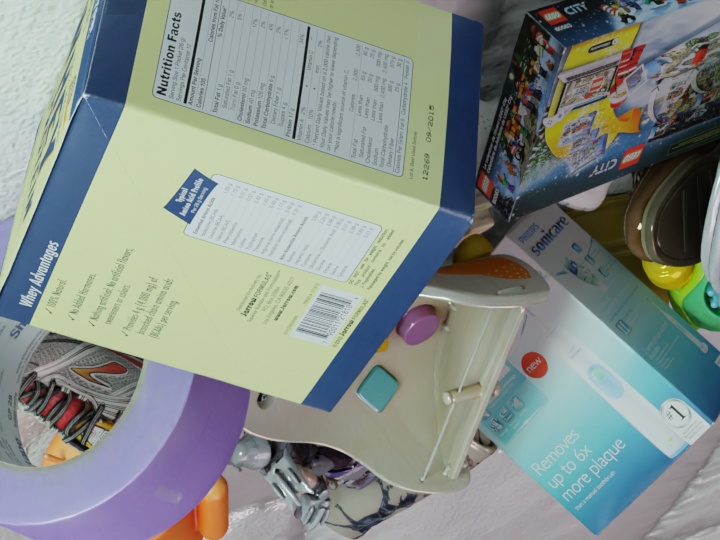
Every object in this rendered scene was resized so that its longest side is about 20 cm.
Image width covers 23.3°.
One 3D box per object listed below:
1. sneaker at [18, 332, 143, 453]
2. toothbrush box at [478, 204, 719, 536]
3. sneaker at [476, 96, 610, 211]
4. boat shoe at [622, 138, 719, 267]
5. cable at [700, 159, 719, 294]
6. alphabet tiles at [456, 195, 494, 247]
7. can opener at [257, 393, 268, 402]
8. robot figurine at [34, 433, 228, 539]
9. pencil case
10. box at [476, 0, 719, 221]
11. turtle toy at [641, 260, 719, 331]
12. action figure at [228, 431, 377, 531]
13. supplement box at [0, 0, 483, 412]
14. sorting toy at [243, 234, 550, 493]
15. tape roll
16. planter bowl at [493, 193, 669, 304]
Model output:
[{"bbox_3d":[-0.196,0.082,1.217,0.199,0.083,0.078,11,141,-45],"label":"sneaker"},{"bbox_3d":[0.156,0.071,1.295,0.147,0.200,0.085,-50,173,35],"label":"toothbrush box"},{"bbox_3d":[0.114,-0.097,1.139,0.199,0.075,0.087,2,135,-50],"label":"sneaker"},{"bbox_3d":[0.217,-0.058,1.186,0.068,0.073,0.200,10,-153,32],"label":"boat shoe"},{"bbox_3d":[0.283,-0.072,1.127,0.201,0.069,0.200,-62,157,-17],"label":"cable"},{"bbox_3d":[0.000,0.000,1.209,0.199,0.015,0.195,-17,169,-42],"label":"alphabet tiles"},{"bbox_3d":[-0.032,0.054,1.280,0.199,0.078,0.064,-27,119,-24],"label":"can opener"},{"bbox_3d":[-0.183,0.177,1.370,0.117,0.144,0.200,-46,158,-15],"label":"robot figurine"},{"bbox_3d":[0.034,0.162,1.536,0.077,0.090,0.200,16,138,-42],"label":"pencil case"},{"bbox_3d":[0.170,-0.119,1.073,0.199,0.038,0.137,-21,145,-31],"label":"box"},{"bbox_3d":[0.301,-0.032,1.310,0.201,0.101,0.146,-59,154,3],"label":"turtle toy"},{"bbox_3d":[-0.048,0.144,1.405,0.069,0.131,0.199,-36,161,28],"label":"action figure"},{"bbox_3d":[-0.066,-0.052,0.920,0.198,0.135,0.200,17,141,-15],"label":"supplement box"},{"bbox_3d":[0.007,0.058,1.189,0.179,0.107,0.201,-4,136,-24],"label":"sorting toy"},{"bbox_3d":[-0.173,0.066,1.069,0.199,0.201,0.085,-25,155,9],"label":"tape roll"},{"bbox_3d":[0.182,0.029,1.393,0.199,0.084,0.201,-16,154,-8],"label":"planter bowl"}]
